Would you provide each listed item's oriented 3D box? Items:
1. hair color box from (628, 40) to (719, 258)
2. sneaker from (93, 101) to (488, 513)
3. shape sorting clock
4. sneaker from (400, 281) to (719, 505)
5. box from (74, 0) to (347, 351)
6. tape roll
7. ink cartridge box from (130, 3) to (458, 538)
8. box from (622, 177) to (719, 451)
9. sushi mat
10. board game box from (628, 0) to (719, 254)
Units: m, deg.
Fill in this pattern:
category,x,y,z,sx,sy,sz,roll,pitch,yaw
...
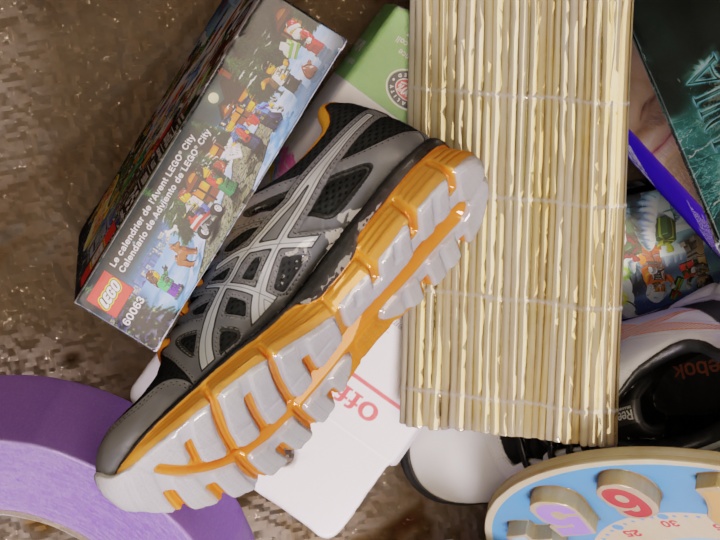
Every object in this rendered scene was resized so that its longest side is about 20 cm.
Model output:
category,x,y,z,sx,sy,sz,roll,pitch,yaw
hair color box,0.175,-0.059,1.205,0.109,0.200,0.065,-39,139,0
sneaker,-0.038,0.015,1.173,0.077,0.078,0.200,37,73,25
shape sorting clock,0.150,0.126,1.238,0.199,0.200,0.039,14,65,-9
sneaker,0.097,0.054,1.238,0.199,0.080,0.074,-22,96,28
box,-0.064,-0.049,1.172,0.038,0.200,0.137,32,93,-8
tape roll,-0.142,0.148,1.231,0.199,0.066,0.201,2,112,6
ink cartridge box,0.000,0.000,1.254,0.117,0.067,0.200,36,92,-8
box,0.206,0.013,1.296,0.199,0.040,0.138,-13,101,-5
sushi mat,0.063,-0.031,1.197,0.095,0.012,0.202,3,95,22
board game box,0.175,-0.105,1.175,0.135,0.201,0.028,-25,141,10
